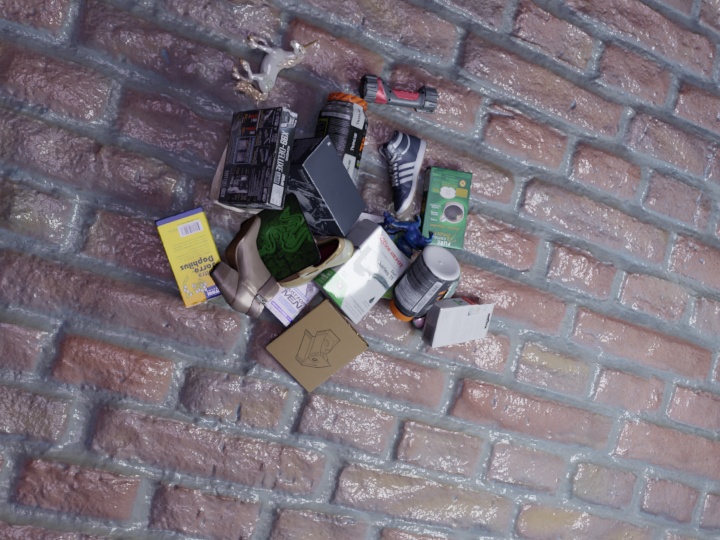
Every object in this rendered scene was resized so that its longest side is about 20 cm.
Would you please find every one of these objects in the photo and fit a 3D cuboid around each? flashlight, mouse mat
[{"bbox_3d":[0.097,-0.441,1.501,0.197,0.068,0.069,1,64,-18],"label":"flashlight"},{"bbox_3d":[-0.183,-0.064,1.352,0.007,0.198,0.163,-21,87,-54],"label":"mouse mat"}]

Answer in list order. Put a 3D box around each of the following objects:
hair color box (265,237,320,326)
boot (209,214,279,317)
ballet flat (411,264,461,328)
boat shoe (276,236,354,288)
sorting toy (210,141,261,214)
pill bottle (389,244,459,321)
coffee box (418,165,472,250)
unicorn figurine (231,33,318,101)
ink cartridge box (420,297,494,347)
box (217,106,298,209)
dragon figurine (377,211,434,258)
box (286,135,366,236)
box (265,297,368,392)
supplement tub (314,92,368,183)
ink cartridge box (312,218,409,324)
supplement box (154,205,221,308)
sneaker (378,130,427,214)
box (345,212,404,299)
[{"bbox_3d":[-0.153,0.023,1.459,0.109,0.065,0.200,45,80,-13],"label":"hair color box"},{"bbox_3d":[-0.237,-0.003,1.344,0.146,0.070,0.201,42,67,-21],"label":"boot"},{"bbox_3d":[0.194,0.057,1.554,0.069,0.071,0.201,32,86,29],"label":"ballet flat"},{"bbox_3d":[-0.113,-0.025,1.365,0.198,0.066,0.075,-28,63,15],"label":"boat shoe"},{"bbox_3d":[-0.238,-0.211,1.405,0.178,0.106,0.203,24,80,-27],"label":"sorting toy"},{"bbox_3d":[0.145,0.039,1.460,0.105,0.201,0.107,18,44,-19],"label":"pill bottle"},{"bbox_3d":[0.216,-0.160,1.564,0.121,0.044,0.204,6,92,-16],"label":"coffee box"},{"bbox_3d":[-0.211,-0.487,1.410,0.136,0.074,0.202,27,100,-25],"label":"unicorn figurine"},{"bbox_3d":[0.254,0.129,1.568,0.198,0.050,0.111,-4,115,-36],"label":"ink cartridge box"},{"bbox_3d":[-0.216,-0.232,1.264,0.049,0.156,0.203,13,84,-51],"label":"box"},{"bbox_3d":[0.128,-0.070,1.482,0.099,0.059,0.201,-39,90,-30],"label":"dragon figurine"},{"bbox_3d":[-0.117,-0.185,1.350,0.105,0.180,0.201,-56,131,-31],"label":"box"},{"bbox_3d":[-0.103,0.183,1.461,0.199,0.021,0.164,-38,105,15],"label":"box"},{"bbox_3d":[-0.051,-0.308,1.435,0.121,0.122,0.203,12,91,-16],"label":"supplement tub"},{"bbox_3d":[0.000,0.000,1.436,0.200,0.083,0.147,-47,123,-9],"label":"ink cartridge box"},{"bbox_3d":[-0.376,-0.033,1.364,0.108,0.109,0.203,-20,99,-14],"label":"supplement box"},{"bbox_3d":[0.090,-0.249,1.506,0.107,0.070,0.203,20,81,-21],"label":"sneaker"},{"bbox_3d":[0.027,-0.038,1.521,0.142,0.036,0.203,9,92,-17],"label":"box"}]
